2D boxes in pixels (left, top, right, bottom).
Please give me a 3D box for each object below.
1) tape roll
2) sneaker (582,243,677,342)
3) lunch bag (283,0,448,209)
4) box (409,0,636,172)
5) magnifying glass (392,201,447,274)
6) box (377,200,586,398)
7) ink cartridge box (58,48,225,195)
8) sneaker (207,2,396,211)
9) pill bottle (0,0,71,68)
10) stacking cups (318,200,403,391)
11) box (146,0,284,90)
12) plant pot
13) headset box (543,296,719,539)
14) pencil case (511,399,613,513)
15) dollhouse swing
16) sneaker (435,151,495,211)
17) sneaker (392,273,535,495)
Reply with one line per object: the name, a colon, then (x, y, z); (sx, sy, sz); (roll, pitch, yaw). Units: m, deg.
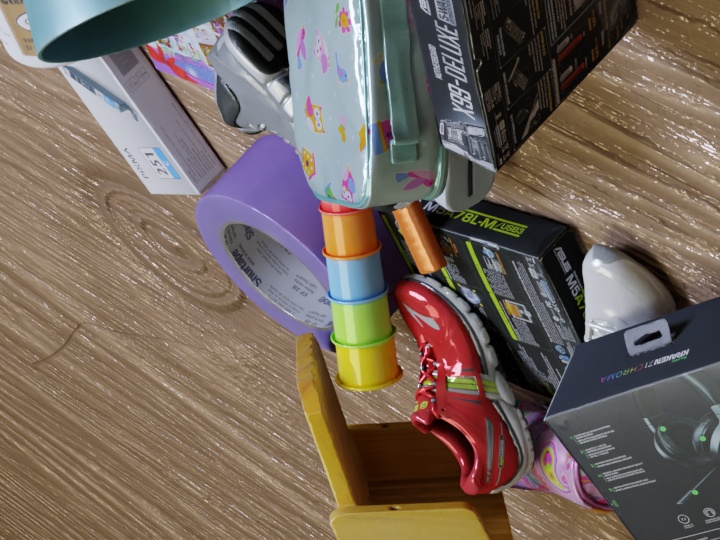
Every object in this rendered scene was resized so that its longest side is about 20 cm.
tape roll: (-0.048, -0.022, 1.895); (0.200, 0.085, 0.200); (36, 158, 17)
sneaker: (0.207, 0.064, 1.646); (0.070, 0.080, 0.200); (25, 150, 40)
lunch bag: (0.008, -0.140, 1.498); (0.160, 0.077, 0.200); (-166, 69, -66)
box: (0.101, -0.183, 1.298); (0.050, 0.158, 0.200); (29, 154, 31)
magnifying glass: (0.020, -0.090, 1.689); (0.080, 0.022, 0.200); (-12, 106, 41)
box: (0.126, 0.025, 1.754); (0.193, 0.048, 0.200); (21, 149, 47)
ink cartridge box: (-0.241, -0.162, 2.030); (0.176, 0.045, 0.200); (5, 136, 54)
sneaker: (-0.045, -0.118, 1.669); (0.200, 0.075, 0.115); (49, 150, -5)
pill bottle: (-0.289, -0.282, 1.812); (0.114, 0.114, 0.200); (26, 151, 36)
stacking cups: (0.000, 0.000, 1.768); (0.060, 0.060, 0.200); (18, 120, 45)
box: (-0.120, -0.206, 1.749); (0.200, 0.039, 0.137); (23, 148, 40)
plant pot: (-0.173, -0.265, 1.563); (0.201, 0.201, 0.161); (-25, 85, 65)
headset box: (0.261, 0.122, 1.561); (0.174, 0.093, 0.200); (-23, 115, 38)
pencil case: (0.173, 0.159, 1.832); (0.087, 0.087, 0.200); (51, 164, -17)
dollhouse swing: (0.038, 0.152, 1.858); (0.200, 0.182, 0.176); (-95, 2, -73)
sneaker: (0.063, -0.125, 1.569); (0.071, 0.073, 0.200); (49, 154, 28)
sneaker: (0.074, 0.097, 1.767); (0.200, 0.085, 0.077); (62, 158, 5)
